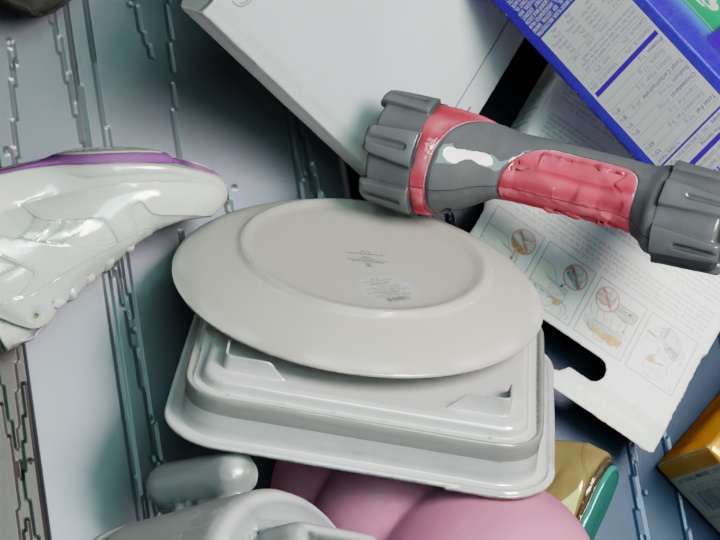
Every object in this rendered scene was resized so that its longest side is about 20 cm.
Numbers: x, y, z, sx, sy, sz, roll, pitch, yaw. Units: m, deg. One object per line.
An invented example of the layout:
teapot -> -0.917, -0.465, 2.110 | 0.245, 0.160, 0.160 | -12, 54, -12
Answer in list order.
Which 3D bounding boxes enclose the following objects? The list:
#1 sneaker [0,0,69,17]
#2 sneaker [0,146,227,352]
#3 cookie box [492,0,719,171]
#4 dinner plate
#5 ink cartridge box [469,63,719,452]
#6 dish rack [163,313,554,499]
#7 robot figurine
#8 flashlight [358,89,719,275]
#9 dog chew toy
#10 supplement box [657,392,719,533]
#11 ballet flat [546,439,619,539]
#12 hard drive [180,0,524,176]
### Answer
sneaker -> -0.161, -0.237, 1.220 | 0.076, 0.091, 0.201 | 19, 71, -15
sneaker -> -0.166, -0.013, 1.179 | 0.199, 0.075, 0.100 | -10, 98, -21
cookie box -> 0.178, -0.142, 1.262 | 0.200, 0.075, 0.171 | 49, 34, 9
dinner plate -> 0.000, 0.000, 1.168 | 0.199, 0.200, 0.024 | -2, 119, -19
ink cartridge box -> 0.145, -0.018, 1.294 | 0.162, 0.057, 0.201 | 33, 76, -8
dish rack -> 0.006, 0.046, 1.149 | 0.199, 0.172, 0.044 | 9, 117, 1
robot figurine -> -0.077, 0.173, 1.090 | 0.113, 0.199, 0.171 | 21, 60, -42
flashlight -> 0.101, -0.043, 1.176 | 0.199, 0.068, 0.068 | 16, 85, 19
dog chew toy -> 0.030, 0.143, 1.148 | 0.124, 0.125, 0.200 | -37, 49, -24
supplement box -> 0.289, 0.137, 1.282 | 0.200, 0.074, 0.126 | 45, 67, -3
ballet flat -> 0.083, 0.184, 1.214 | 0.063, 0.069, 0.201 | 17, 65, 16
hard drive -> 0.003, -0.139, 1.215 | 0.200, 0.027, 0.132 | 41, 76, -41
